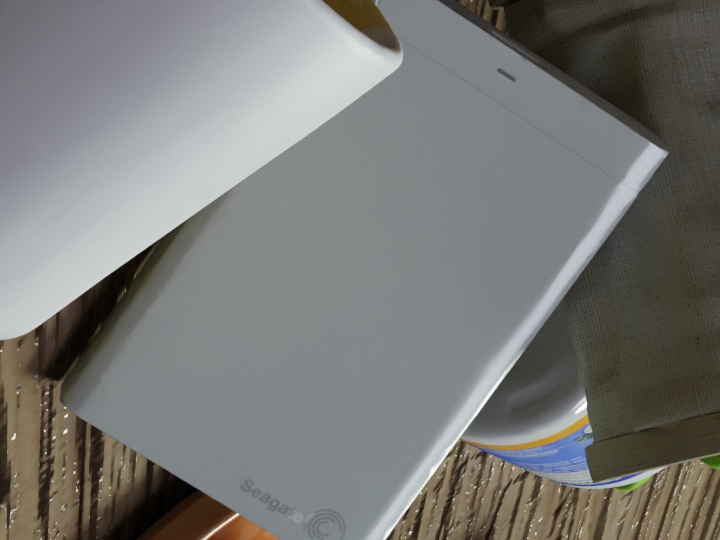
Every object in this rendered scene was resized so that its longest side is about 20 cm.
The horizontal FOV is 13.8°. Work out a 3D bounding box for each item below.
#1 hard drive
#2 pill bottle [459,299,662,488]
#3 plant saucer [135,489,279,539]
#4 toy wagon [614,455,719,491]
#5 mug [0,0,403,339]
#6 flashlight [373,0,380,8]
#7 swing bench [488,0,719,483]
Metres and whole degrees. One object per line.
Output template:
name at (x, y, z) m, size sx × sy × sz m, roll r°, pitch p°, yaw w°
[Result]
hard drive at (0.000, 0.000, 1.076) m, size 0.200 × 0.132 × 0.026 m, roll -55°, pitch -167°, yaw 13°
pill bottle at (0.092, 0.034, 1.281) m, size 0.112 × 0.112 × 0.200 m, roll -51°, pitch 156°, yaw 5°
plant saucer at (-0.071, 0.154, 1.286) m, size 0.200 × 0.032 × 0.200 m, roll -38°, pitch 153°, yaw -23°
toy wagon at (0.212, 0.053, 1.471) m, size 0.155 × 0.040 × 0.200 m, roll -28°, pitch -175°, yaw -38°
mug at (-0.085, -0.056, 0.828) m, size 0.153 × 0.149 × 0.187 m, roll -44°, pitch 150°, yaw 9°
flashlight at (-0.012, -0.143, 0.906) m, size 0.068 × 0.068 × 0.200 m, roll -9°, pitch 143°, yaw -16°
swing bench at (0.162, -0.031, 1.157) m, size 0.130 × 0.199 × 0.200 m, roll -15°, pitch 172°, yaw 29°
